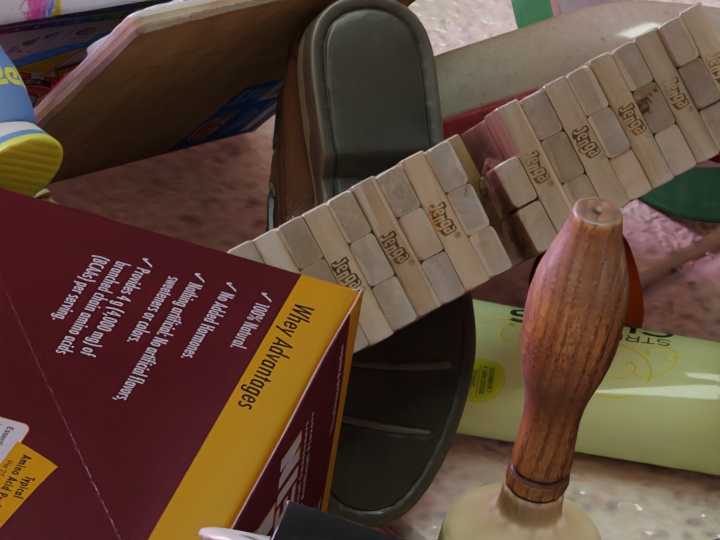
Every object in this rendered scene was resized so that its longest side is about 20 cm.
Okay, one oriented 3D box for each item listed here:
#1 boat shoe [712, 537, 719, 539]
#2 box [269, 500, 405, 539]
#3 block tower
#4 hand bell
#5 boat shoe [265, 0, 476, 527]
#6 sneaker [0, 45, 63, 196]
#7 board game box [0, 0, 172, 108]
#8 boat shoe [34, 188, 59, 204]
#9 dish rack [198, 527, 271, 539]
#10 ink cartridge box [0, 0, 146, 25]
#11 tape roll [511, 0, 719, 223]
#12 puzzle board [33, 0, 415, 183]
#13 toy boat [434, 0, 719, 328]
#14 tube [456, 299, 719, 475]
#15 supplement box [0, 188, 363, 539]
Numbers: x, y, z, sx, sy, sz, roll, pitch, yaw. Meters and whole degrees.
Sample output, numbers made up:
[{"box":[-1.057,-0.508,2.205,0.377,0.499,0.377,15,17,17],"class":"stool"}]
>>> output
[{"box":[0.196,0.095,1.027,0.199,0.091,0.071,-2,36,-15],"class":"boat shoe"},{"box":[0.018,0.189,0.751,0.148,0.201,0.124,18,44,12],"class":"box"},{"box":[0.045,-0.026,1.037,0.199,0.058,0.054,-28,90,-14],"class":"block tower"},{"box":[0.059,0.062,0.948,0.104,0.201,0.104,6,35,-4],"class":"hand bell"},{"box":[0.000,0.000,1.088,0.072,0.068,0.201,7,77,-18],"class":"boat shoe"},{"box":[-0.207,-0.033,1.063,0.199,0.083,0.074,-25,-10,13],"class":"sneaker"},{"box":[-0.131,-0.111,1.243,0.199,0.034,0.135,-18,34,-14],"class":"board game box"},{"box":[-0.155,-0.011,1.116,0.199,0.069,0.074,14,35,7],"class":"boat shoe"},{"box":[0.057,0.121,0.841,0.199,0.044,0.172,13,-6,14],"class":"dish rack"},{"box":[-0.123,-0.149,1.151,0.199,0.085,0.145,-11,12,-1],"class":"ink cartridge box"},{"box":[0.149,-0.122,1.227,0.048,0.201,0.200,-22,46,-37],"class":"tape roll"},{"box":[-0.066,-0.080,1.151,0.150,0.200,0.017,-17,81,-32],"class":"puzzle board"},{"box":[0.086,-0.032,1.164,0.199,0.131,0.130,-16,-4,22],"class":"toy boat"},{"box":[0.102,0.047,1.112,0.199,0.052,0.058,10,0,6],"class":"tube"},{"box":[-0.127,0.082,0.935,0.199,0.133,0.197,16,35,9],"class":"supplement box"}]
